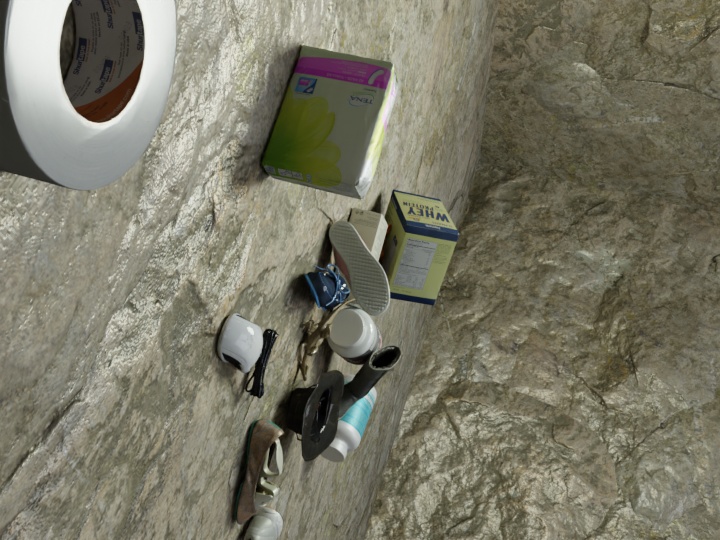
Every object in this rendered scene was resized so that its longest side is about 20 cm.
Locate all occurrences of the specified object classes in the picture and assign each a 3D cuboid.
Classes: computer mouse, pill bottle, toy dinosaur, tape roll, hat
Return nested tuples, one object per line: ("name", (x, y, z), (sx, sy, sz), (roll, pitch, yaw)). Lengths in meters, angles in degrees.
("computer mouse", (-0.164, 0.124, 1.096), (0.200, 0.043, 0.111), (68, 38, -70))
("pill bottle", (-0.038, 0.364, 1.780), (0.112, 0.109, 0.201), (91, 17, -46))
("pill bottle", (-0.017, 0.145, 1.632), (0.200, 0.109, 0.112), (59, 46, -73))
("toy dinosaur", (-0.081, 0.121, 1.446), (0.201, 0.058, 0.101), (-58, 172, -4))
("tape roll", (-0.210, -0.163, 0.521), (0.200, 0.065, 0.203), (15, 90, -77))
("hat", (-0.105, 0.286, 1.472), (0.200, 0.080, 0.204), (11, 90, -70))

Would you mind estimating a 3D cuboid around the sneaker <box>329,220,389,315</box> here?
("sneaker", (0.000, 0.000, 1.456), (0.202, 0.075, 0.105), (63, -4, 10))

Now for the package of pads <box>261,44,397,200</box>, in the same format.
("package of pads", (-0.037, -0.212, 1.041), (0.068, 0.152, 0.203), (63, 43, -72))

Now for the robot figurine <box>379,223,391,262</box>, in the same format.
("robot figurine", (0.023, -0.020, 1.748), (0.145, 0.057, 0.203), (-28, 130, -76))

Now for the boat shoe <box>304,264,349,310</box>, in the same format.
("boat shoe", (-0.059, 0.026, 1.373), (0.200, 0.068, 0.085), (43, 25, -86))

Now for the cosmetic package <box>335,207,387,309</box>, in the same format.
("cosmetic package", (-0.004, -0.024, 1.595), (0.105, 0.070, 0.203), (56, 49, -75))

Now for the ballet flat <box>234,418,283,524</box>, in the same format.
("ballet flat", (-0.173, 0.360, 1.266), (0.068, 0.066, 0.203), (-35, 137, -71))

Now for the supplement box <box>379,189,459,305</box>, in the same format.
("supplement box", (0.130, -0.059, 1.796), (0.201, 0.132, 0.202), (-106, -150, -58))

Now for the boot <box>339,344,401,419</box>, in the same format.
("boot", (-0.004, 0.262, 1.662), (0.181, 0.073, 0.200), (-38, 176, -35))

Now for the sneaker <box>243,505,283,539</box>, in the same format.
("sneaker", (-0.196, 0.551, 1.394), (0.092, 0.075, 0.203), (-45, 140, -53))
